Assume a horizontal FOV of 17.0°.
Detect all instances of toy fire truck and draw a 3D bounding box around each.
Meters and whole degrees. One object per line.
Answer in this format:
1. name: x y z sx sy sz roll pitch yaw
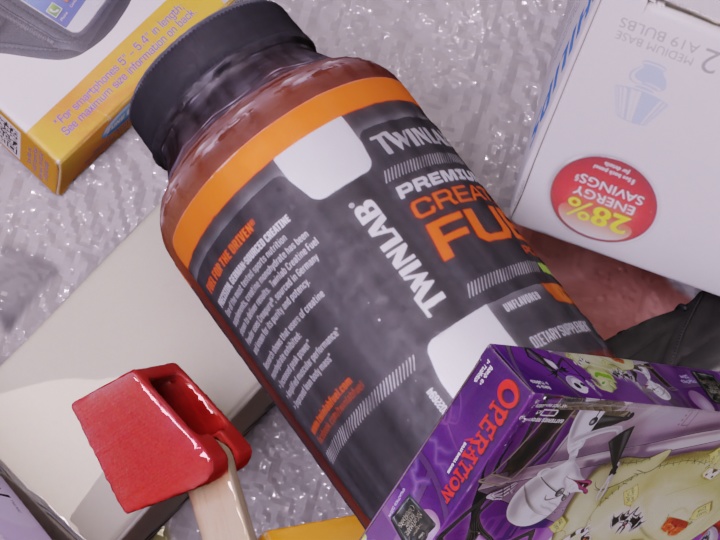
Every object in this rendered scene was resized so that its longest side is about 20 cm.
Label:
1. toy fire truck: -0.070 0.148 0.804 0.141 0.049 0.201 -32 85 11

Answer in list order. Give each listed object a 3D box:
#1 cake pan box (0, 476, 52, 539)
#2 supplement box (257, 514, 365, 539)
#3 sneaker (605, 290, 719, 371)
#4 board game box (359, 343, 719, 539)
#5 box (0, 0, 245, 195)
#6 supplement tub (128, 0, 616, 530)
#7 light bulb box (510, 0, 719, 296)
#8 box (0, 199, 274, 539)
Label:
1. cake pan box: -0.185 0.140 0.790 0.184 0.052 0.201 43 102 34
2. supplement box: 0.039 0.183 0.841 0.125 0.074 0.201 -4 54 -45
3. sneaker: 0.109 0.052 0.946 0.090 0.076 0.200 32 68 10
4. board game box: 0.081 0.085 0.807 0.199 0.120 0.032 8 35 -48
5. box: -0.153 -0.141 0.991 0.200 0.042 0.119 43 71 5
6. supplement tub: 0.000 0.000 0.850 0.107 0.107 0.200 -32 71 -17
7. light bulb box: 0.181 -0.092 0.942 0.197 0.125 0.201 19 44 -1
8. box: -0.062 0.022 0.932 0.082 0.068 0.200 42 71 8
